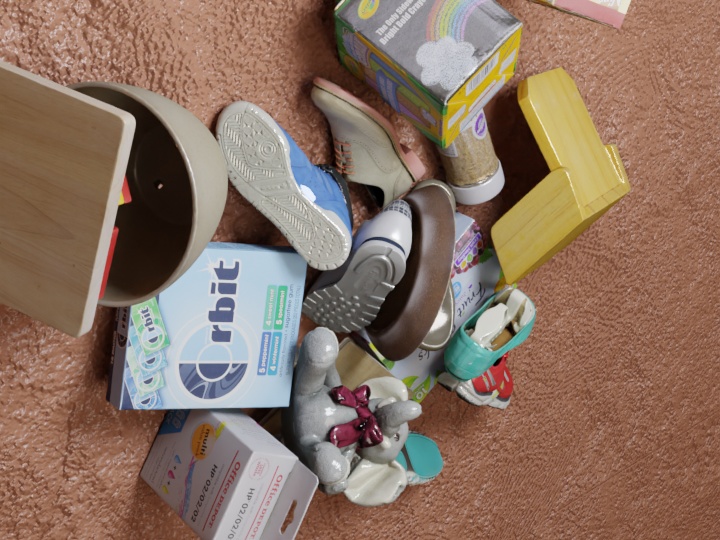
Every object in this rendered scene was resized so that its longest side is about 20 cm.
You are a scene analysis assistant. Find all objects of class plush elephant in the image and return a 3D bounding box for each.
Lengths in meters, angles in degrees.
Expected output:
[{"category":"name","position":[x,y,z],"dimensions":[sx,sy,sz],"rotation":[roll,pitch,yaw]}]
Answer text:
[{"category":"plush elephant","position":[-0.004,0.172,1.448],"dimensions":[0.153,0.166,0.200],"rotation":[0,156,-19]}]

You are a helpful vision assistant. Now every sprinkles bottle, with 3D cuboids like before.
[{"category":"sprinkles bottle","position":[0.111,-0.172,1.499],"dimensions":[0.068,0.068,0.201],"rotation":[-38,130,-19]}]

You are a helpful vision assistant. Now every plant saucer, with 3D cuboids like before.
[{"category":"plant saucer","position":[0.045,0.000,1.451],"dimensions":[0.032,0.200,0.202],"rotation":[14,103,-21]}]

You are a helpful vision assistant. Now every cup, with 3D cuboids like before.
[{"category":"cup","position":[-0.203,-0.081,1.214],"dimensions":[0.143,0.198,0.202],"rotation":[-30,134,-63]}]

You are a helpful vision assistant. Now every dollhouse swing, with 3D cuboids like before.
[{"category":"dollhouse swing","position":[0.215,-0.118,1.590],"dimensions":[0.182,0.176,0.200],"rotation":[-43,172,30]}]

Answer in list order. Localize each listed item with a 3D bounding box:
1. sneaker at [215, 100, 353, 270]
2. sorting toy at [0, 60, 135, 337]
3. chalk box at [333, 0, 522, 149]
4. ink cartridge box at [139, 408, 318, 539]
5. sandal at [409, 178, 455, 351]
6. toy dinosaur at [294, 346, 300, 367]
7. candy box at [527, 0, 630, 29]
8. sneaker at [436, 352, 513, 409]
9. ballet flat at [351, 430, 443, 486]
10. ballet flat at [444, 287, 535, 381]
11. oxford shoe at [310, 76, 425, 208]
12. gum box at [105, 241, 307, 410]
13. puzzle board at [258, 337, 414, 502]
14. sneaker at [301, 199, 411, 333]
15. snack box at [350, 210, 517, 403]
[{"category":"sneaker","position":[-0.076,-0.099,1.381],"dimensions":[0.077,0.111,0.200],"rotation":[-37,101,15]},{"category":"sorting toy","position":[-0.288,-0.076,1.133],"dimensions":[0.070,0.198,0.201],"rotation":[-30,140,-64]},{"category":"chalk box","position":[0.052,-0.249,1.349],"dimensions":[0.124,0.200,0.124],"rotation":[-46,166,-10]},{"category":"ink cartridge box","position":[-0.142,0.219,1.386],"dimensions":[0.067,0.199,0.116],"rotation":[18,99,-43]},{"category":"sandal","position":[0.079,-0.009,1.511],"dimensions":[0.079,0.054,0.202],"rotation":[6,85,-10]},{"category":"toy dinosaur","position":[-0.102,0.105,1.474],"dimensions":[0.199,0.047,0.089],"rotation":[29,84,-48]},{"category":"candy box","position":[0.180,-0.318,1.392],"dimensions":[0.115,0.199,0.056],"rotation":[7,107,-42]},{"category":"sneaker","position":[0.164,0.123,1.643],"dimensions":[0.085,0.077,0.200],"rotation":[-58,164,8]},{"category":"ballet flat","position":[0.037,0.242,1.642],"dimensions":[0.199,0.071,0.072],"rotation":[11,105,-62]},{"category":"ballet flat","position":[0.168,0.061,1.551],"dimensions":[0.200,0.067,0.071],"rotation":[-40,165,-48]},{"category":"oxford shoe","position":[0.000,-0.135,1.422],"dimensions":[0.074,0.071,0.200],"rotation":[-51,134,-4]},{"category":"gum box","position":[-0.158,0.057,1.363],"dimensions":[0.198,0.044,0.172],"rotation":[3,99,-33]},{"category":"puzzle board","position":[-0.047,0.180,1.548],"dimensions":[0.200,0.017,0.151],"rotation":[-44,135,5]},{"category":"sneaker","position":[0.000,0.000,1.444],"dimensions":[0.076,0.200,0.081],"rotation":[27,52,-18]},{"category":"snack box","position":[0.091,0.045,1.600],"dimensions":[0.200,0.053,0.142],"rotation":[-49,135,-10]}]
